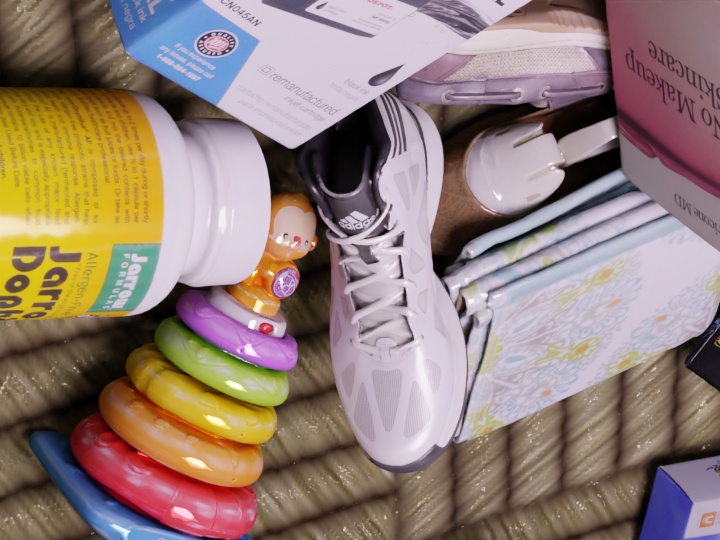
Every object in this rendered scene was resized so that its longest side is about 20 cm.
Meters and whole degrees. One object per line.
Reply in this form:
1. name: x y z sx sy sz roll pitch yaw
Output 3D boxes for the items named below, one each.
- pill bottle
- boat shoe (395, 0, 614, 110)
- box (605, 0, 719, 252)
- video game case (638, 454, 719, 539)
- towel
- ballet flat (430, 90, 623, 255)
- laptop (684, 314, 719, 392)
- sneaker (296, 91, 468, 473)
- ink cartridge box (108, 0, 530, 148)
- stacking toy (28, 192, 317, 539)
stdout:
1. pill bottle: -0.150 -0.032 1.125 0.200 0.113 0.113 -1 117 -31
2. boat shoe: 0.101 -0.120 1.257 0.200 0.072 0.065 -5 132 -36
3. box: 0.200 -0.123 1.179 0.109 0.128 0.200 -23 126 -18
4. video game case: 0.259 0.206 1.541 0.181 0.045 0.200 -7 124 -26
5. towel: 0.128 0.010 1.325 0.200 0.048 0.171 -23 153 -18
6. ballet flat: 0.114 -0.065 1.285 0.200 0.072 0.068 -19 86 -21
7. laptop: 0.327 0.032 1.436 0.200 0.103 0.177 -52 140 4
8. sneaker: 0.000 0.000 1.188 0.115 0.076 0.201 25 58 -67
9. ink cartridge box: -0.002 -0.158 1.092 0.200 0.084 0.145 -31 150 21
10. stacking toy: -0.074 0.050 1.223 0.116 0.110 0.200 21 101 -37
